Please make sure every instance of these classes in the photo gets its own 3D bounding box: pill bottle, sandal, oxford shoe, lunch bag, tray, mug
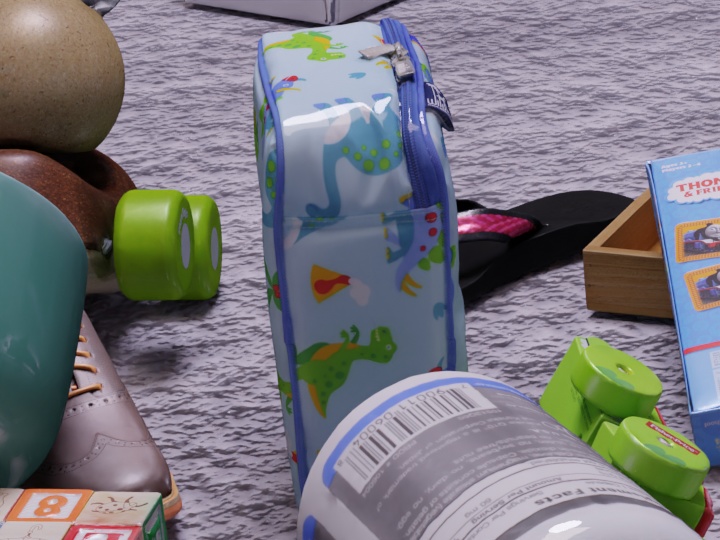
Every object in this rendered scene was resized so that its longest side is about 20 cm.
[{"bbox_3d":[0.063,0.120,0.996,0.114,0.114,0.200,-13,23,-19],"label":"pill bottle"},{"bbox_3d":[0.057,-0.020,1.436,0.200,0.045,0.075,-21,27,-33],"label":"sandal"},{"bbox_3d":[-0.136,0.060,1.248,0.071,0.073,0.200,-15,24,-23],"label":"oxford shoe"},{"bbox_3d":[0.000,0.000,1.192,0.082,0.200,0.161,-6,21,-3],"label":"lunch bag"},{"bbox_3d":[0.220,-0.003,1.368,0.200,0.037,0.099,7,25,26],"label":"tray"},{"bbox_3d":[-0.189,0.043,1.174,0.152,0.185,0.115,-6,57,19],"label":"mug"}]

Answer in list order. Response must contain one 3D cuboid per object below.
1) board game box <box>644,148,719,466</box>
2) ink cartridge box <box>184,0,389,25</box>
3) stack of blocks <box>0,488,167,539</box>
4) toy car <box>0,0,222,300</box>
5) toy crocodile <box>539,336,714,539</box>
[{"bbox_3d":[0.215,0.003,1.277,0.151,0.037,0.200,-10,35,6],"label":"board game box"},{"bbox_3d":[-0.012,-0.242,1.954,0.146,0.085,0.200,13,27,39],"label":"ink cartridge box"},{"bbox_3d":[-0.183,0.136,1.092,0.200,0.059,0.115,0,22,13],"label":"stack of blocks"},{"bbox_3d":[-0.160,-0.085,1.407,0.164,0.200,0.158,0,0,7],"label":"toy car"},{"bbox_3d":[0.109,0.084,1.139,0.062,0.068,0.200,22,16,-15],"label":"toy crocodile"}]
